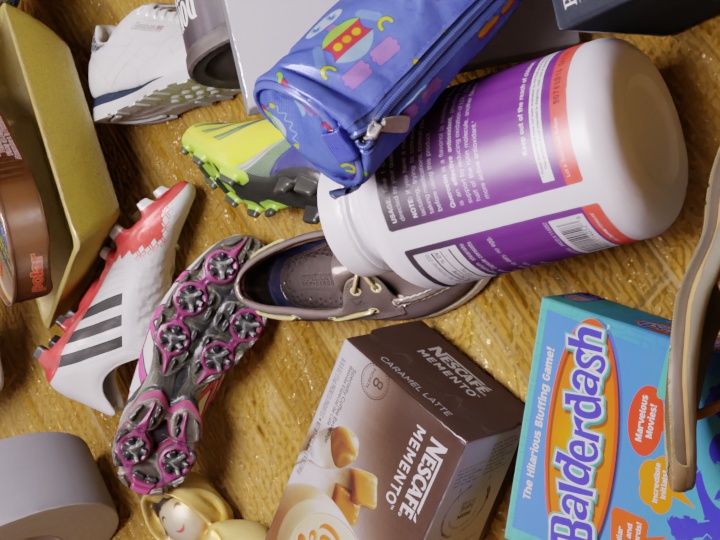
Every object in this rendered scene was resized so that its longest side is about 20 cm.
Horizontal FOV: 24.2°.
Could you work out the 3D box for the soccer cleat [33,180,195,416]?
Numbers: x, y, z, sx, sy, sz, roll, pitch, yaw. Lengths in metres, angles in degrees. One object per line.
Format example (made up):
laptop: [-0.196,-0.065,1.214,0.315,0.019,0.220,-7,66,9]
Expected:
soccer cleat: [-0.167,0.022,1.268,0.085,0.069,0.200,36,108,0]

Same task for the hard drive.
hard drive: [0.017,-0.174,0.985,0.026,0.199,0.132,124,134,-78]

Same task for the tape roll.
tape roll: [-0.291,0.205,1.305,0.200,0.200,0.066,-46,64,37]

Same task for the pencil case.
pencil case: [0.033,-0.134,0.922,0.200,0.078,0.087,-46,42,-13]

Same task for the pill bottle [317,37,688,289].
pill bottle: [0.077,-0.055,0.959,0.199,0.112,0.113,-14,84,33]

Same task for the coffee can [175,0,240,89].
coffee can: [-0.059,-0.234,1.075,0.146,0.146,0.201,-21,79,44]

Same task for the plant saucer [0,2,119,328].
plant saucer: [-0.237,-0.079,1.296,0.200,0.048,0.201,131,123,-64]

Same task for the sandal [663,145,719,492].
sandal: [0.194,0.018,0.867,0.054,0.080,0.201,13,70,18]

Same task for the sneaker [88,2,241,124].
sneaker: [-0.134,-0.158,1.209,0.200,0.076,0.081,-9,81,44]

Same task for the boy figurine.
boy figurine: [-0.091,0.228,1.207,0.124,0.064,0.200,-45,66,41]

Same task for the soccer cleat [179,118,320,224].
soccer cleat: [-0.051,-0.082,1.152,0.200,0.065,0.084,15,65,52]

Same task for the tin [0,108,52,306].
tin: [-0.281,-0.057,1.305,0.200,0.042,0.112,57,147,42]

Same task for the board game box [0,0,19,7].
board game box: [-0.273,-0.231,1.289,0.135,0.029,0.201,-94,28,-75]

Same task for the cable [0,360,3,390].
cable: [-0.356,0.019,1.402,0.200,0.069,0.200,62,153,27]

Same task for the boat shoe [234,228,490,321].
boat shoe: [0.000,0.000,1.097,0.200,0.059,0.072,-8,88,45]

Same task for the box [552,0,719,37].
box: [0.189,-0.223,0.858,0.200,0.107,0.149,-21,80,44]

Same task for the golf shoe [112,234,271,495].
golf shoe: [-0.126,0.059,1.217,0.201,0.072,0.092,-62,15,8]

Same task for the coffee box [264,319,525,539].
coffee box: [0.018,0.149,1.075,0.114,0.080,0.201,39,121,31]

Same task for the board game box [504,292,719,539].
board game box: [0.178,0.110,0.941,0.200,0.045,0.153,18,106,43]
